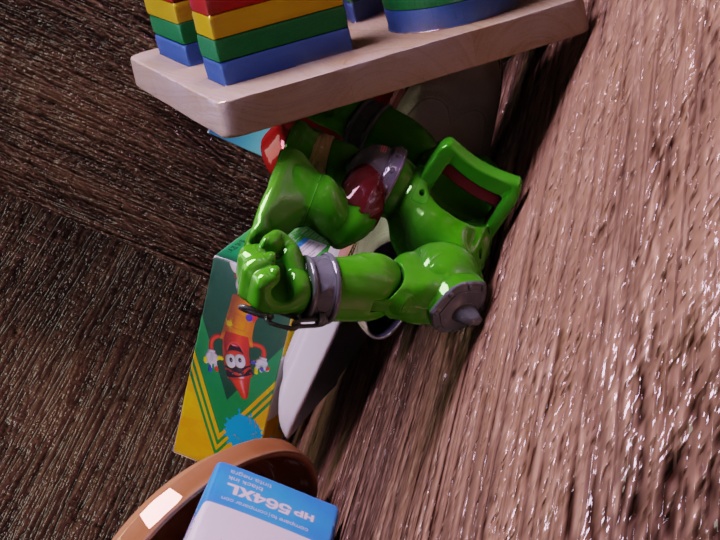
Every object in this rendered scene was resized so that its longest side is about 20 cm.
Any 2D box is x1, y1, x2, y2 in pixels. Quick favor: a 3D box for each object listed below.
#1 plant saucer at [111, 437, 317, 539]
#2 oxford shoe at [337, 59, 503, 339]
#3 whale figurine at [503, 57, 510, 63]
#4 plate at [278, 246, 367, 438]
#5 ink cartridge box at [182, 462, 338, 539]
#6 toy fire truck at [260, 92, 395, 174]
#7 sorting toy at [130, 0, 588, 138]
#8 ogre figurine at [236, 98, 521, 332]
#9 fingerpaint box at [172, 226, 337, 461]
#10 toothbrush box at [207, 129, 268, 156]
[{"bbox_3d":[-0.110,0.190,0.985,0.200,0.032,0.201,-38,-30,-26],"label":"plant saucer"},{"bbox_3d":[0.043,-0.048,0.916,0.074,0.071,0.200,-104,29,-59],"label":"oxford shoe"},{"bbox_3d":[0.095,-0.208,0.969,0.159,0.104,0.201,-36,47,36],"label":"whale figurine"},{"bbox_3d":[0.000,0.000,1.089,0.200,0.032,0.200,-67,-7,23],"label":"plate"},{"bbox_3d":[-0.085,0.226,0.839,0.200,0.084,0.146,-73,7,-66],"label":"ink cartridge box"},{"bbox_3d":[-0.035,-0.149,1.002,0.112,0.168,0.200,-44,6,28],"label":"toy fire truck"},{"bbox_3d":[-0.014,-0.146,0.811,0.200,0.198,0.070,-146,41,-65],"label":"sorting toy"},{"bbox_3d":[0.012,-0.029,0.759,0.200,0.120,0.098,-77,6,-75],"label":"ogre figurine"},{"bbox_3d":[-0.064,0.043,1.181,0.200,0.073,0.167,-46,-28,-64],"label":"fingerpaint box"},{"bbox_3d":[-0.041,-0.146,1.525,0.146,0.199,0.086,-89,22,-77],"label":"toothbrush box"}]
